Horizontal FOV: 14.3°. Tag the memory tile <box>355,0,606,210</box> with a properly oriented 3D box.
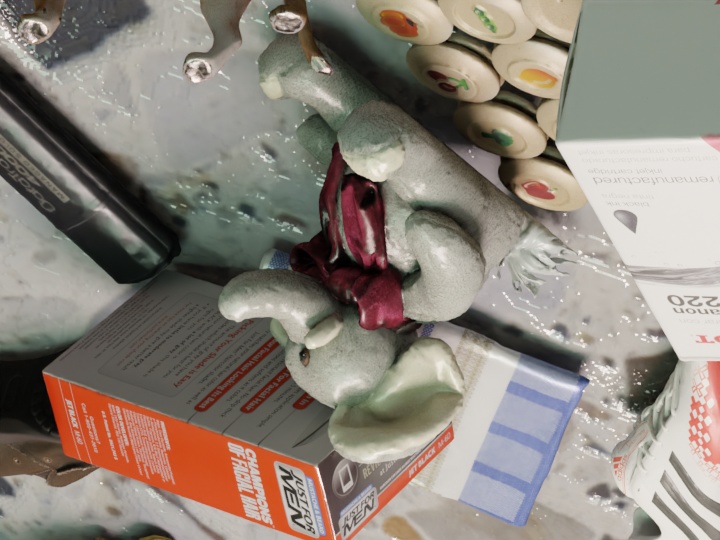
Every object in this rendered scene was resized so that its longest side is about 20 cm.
[{"bbox_3d":[0.098,-0.085,1.396,0.153,0.017,0.200,2,149,37],"label":"memory tile"}]

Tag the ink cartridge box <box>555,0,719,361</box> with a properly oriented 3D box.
[{"bbox_3d":[0.190,-0.039,1.315,0.145,0.085,0.200,0,150,26],"label":"ink cartridge box"}]

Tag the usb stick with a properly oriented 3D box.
[{"bbox_3d":[-0.182,-0.065,1.587,0.200,0.033,0.055,44,142,-21],"label":"usb stick"}]

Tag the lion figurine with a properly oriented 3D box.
[{"bbox_3d":[-0.105,-0.160,1.415,0.199,0.123,0.073,18,131,-15],"label":"lion figurine"}]

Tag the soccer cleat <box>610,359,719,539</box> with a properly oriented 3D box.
[{"bbox_3d":[0.176,0.092,1.558,0.085,0.069,0.201,4,139,15],"label":"soccer cleat"}]

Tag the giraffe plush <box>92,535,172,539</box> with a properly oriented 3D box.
[{"bbox_3d":[-0.147,0.258,1.838,0.200,0.172,0.163,24,143,58],"label":"giraffe plush"}]

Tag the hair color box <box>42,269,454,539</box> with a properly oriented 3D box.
[{"bbox_3d":[-0.062,0.073,1.561,0.199,0.111,0.064,15,132,37],"label":"hair color box"}]

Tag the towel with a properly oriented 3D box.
[{"bbox_3d":[0.021,0.067,1.635,0.199,0.024,0.147,21,139,3],"label":"towel"}]

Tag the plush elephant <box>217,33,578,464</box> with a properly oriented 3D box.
[{"bbox_3d":[0.000,0.000,1.464,0.200,0.155,0.165,37,-176,-36],"label":"plush elephant"}]

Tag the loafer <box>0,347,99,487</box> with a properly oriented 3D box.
[{"bbox_3d":[-0.175,0.090,1.725,0.199,0.073,0.071,-2,143,33],"label":"loafer"}]
